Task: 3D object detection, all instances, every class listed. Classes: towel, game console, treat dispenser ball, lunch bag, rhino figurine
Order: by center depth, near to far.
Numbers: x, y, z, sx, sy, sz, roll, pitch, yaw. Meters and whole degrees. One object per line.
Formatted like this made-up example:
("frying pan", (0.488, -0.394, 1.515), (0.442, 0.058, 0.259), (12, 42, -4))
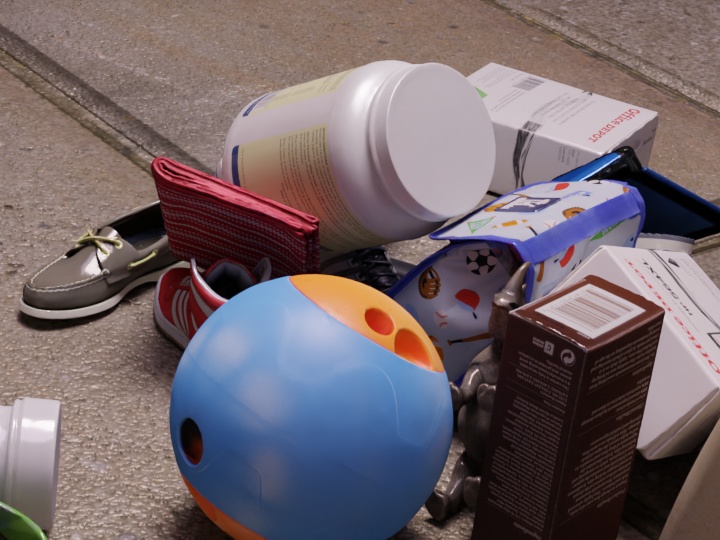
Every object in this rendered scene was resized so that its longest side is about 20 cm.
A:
("treat dispenser ball", (-0.035, 0.103, 1.407), (0.200, 0.202, 0.201), (5, 27, -3))
("rhino figurine", (0.103, 0.087, 1.478), (0.060, 0.201, 0.087), (21, 21, 32))
("lunch bag", (0.121, 0.008, 1.606), (0.170, 0.200, 0.124), (-25, 77, -43))
("towel", (-0.100, -0.025, 1.641), (0.144, 0.200, 0.023), (22, 71, 8))
("game console", (0.216, -0.036, 1.832), (0.170, 0.119, 0.200), (-32, 1, -15))

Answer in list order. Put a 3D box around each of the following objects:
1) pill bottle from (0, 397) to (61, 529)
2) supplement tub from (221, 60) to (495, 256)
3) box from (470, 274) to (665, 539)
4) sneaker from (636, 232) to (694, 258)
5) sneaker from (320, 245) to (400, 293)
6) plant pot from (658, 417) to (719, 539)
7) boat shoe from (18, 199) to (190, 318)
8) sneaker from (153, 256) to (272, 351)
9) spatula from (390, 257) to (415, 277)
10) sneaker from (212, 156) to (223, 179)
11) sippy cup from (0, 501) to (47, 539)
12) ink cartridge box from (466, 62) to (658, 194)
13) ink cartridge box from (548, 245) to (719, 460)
("pill bottle", (-0.310, 0.130, 1.379), (0.199, 0.120, 0.120), (4, 27, -6))
("supplement tub", (-0.002, -0.090, 1.635), (0.145, 0.146, 0.200), (-21, 8, -43))
("box", (0.146, 0.114, 1.425), (0.075, 0.201, 0.100), (26, 32, 34))
("sneaker", (0.202, 0.011, 1.792), (0.199, 0.082, 0.070), (-3, -7, 34))
("sneaker", (0.000, 0.000, 1.746), (0.074, 0.081, 0.200), (-12, 32, -32))
("plant pot", (0.340, 0.149, 1.429), (0.199, 0.178, 0.200), (20, 30, 24))
("boat shoe", (-0.219, -0.012, 1.743), (0.072, 0.061, 0.201), (24, 32, 31))
("sneaker", (-0.122, 0.017, 1.649), (0.071, 0.113, 0.200), (-3, 28, -20))
("spatula", (-0.008, -0.023, 1.853), (0.199, 0.021, 0.056), (25, 45, 27))
("sneaker", (-0.057, -0.073, 1.837), (0.200, 0.115, 0.073), (-11, 52, -30))
("sippy cup", (-0.276, 0.212, 1.228), (0.130, 0.140, 0.178), (37, 81, 29))
("ink cartridge box", (0.184, -0.133, 2.046), (0.199, 0.085, 0.146), (20, 30, 25))
("ink cartridge box", (0.238, 0.061, 1.552), (0.146, 0.084, 0.200), (52, 20, 18))
